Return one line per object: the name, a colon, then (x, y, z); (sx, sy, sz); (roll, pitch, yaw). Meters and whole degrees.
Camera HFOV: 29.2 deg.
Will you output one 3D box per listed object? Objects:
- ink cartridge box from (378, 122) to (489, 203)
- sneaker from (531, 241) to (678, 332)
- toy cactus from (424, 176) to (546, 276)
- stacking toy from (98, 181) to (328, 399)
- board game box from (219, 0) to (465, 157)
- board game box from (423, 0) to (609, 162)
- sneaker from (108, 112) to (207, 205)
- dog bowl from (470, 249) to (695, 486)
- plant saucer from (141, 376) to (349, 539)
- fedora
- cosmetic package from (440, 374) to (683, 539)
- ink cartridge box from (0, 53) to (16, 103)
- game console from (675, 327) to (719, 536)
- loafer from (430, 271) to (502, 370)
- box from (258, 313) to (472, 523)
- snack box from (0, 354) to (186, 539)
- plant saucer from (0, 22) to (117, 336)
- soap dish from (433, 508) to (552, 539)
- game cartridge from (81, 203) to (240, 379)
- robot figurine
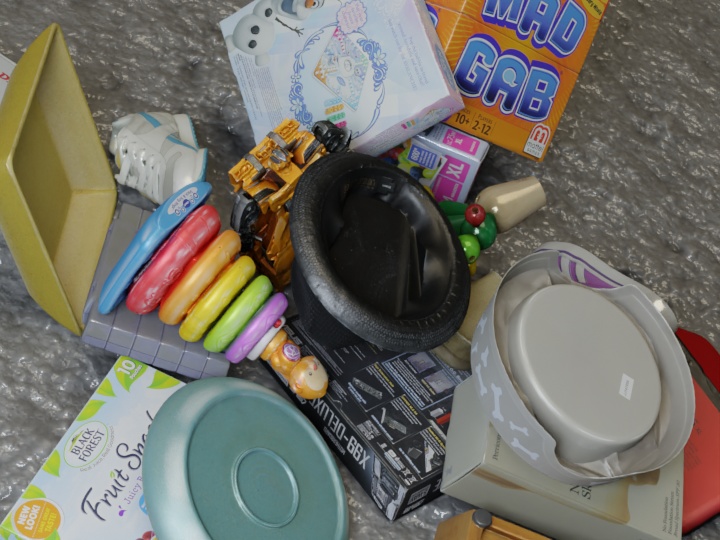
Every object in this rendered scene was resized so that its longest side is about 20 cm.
ink cartridge box: (0.018, -0.114, 1.392); (0.198, 0.120, 0.042); (25, 44, 5)
sneaker: (0.196, 0.042, 1.324); (0.114, 0.073, 0.200); (-38, 30, -12)
toy cactus: (0.093, -0.051, 1.306); (0.164, 0.200, 0.103); (-24, 94, -11)
stacking toy: (-0.103, 0.035, 1.127); (0.200, 0.110, 0.116); (41, 36, -1)
board game box: (-0.022, -0.198, 1.319); (0.043, 0.198, 0.202); (22, 45, -59)
board game box: (0.099, -0.256, 1.422); (0.199, 0.202, 0.199); (16, 10, -45)
sneaker: (-0.189, -0.094, 1.303); (0.080, 0.077, 0.200); (0, 22, -18)
dog bowl: (0.177, 0.084, 1.128); (0.198, 0.059, 0.202); (17, 53, -23)
plant saucer: (-0.079, 0.171, 1.067); (0.199, 0.027, 0.202); (27, 47, -33)
fedora: (0.000, 0.000, 1.157); (0.199, 0.092, 0.202); (23, 45, -25)
cosmetic package: (0.172, 0.164, 1.161); (0.198, 0.071, 0.106); (23, 54, -19)
ink cartridge box: (-0.387, -0.120, 1.260); (0.145, 0.084, 0.200); (34, 43, 13)
game console: (0.314, 0.152, 1.316); (0.171, 0.119, 0.201); (-29, 56, -5)
loafer: (0.110, 0.038, 1.248); (0.076, 0.068, 0.199); (44, 23, 18)
box: (0.030, 0.106, 1.224); (0.157, 0.050, 0.200); (-21, 58, -37)
snack box: (-0.172, 0.171, 1.073); (0.141, 0.053, 0.201); (24, 41, 4)
plant saucer: (-0.274, -0.078, 1.204); (0.048, 0.201, 0.201); (-6, 43, 8)
soap dish: (0.140, 0.282, 1.066); (0.198, 0.082, 0.158); (21, 42, 1)
game cartridge: (-0.171, 0.018, 1.215); (0.128, 0.039, 0.201); (15, 30, -9)
robot figurine: (-0.064, -0.060, 1.230); (0.058, 0.200, 0.145); (41, 75, 21)
